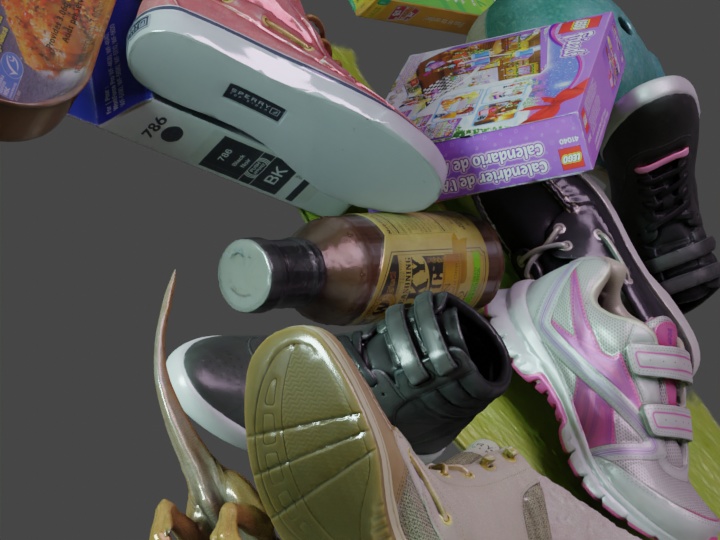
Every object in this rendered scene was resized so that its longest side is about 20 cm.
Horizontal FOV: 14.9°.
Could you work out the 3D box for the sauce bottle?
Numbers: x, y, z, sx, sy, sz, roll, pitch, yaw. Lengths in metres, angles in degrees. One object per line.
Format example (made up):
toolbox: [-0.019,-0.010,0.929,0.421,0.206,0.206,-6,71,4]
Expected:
sauce bottle: [0.000,0.000,1.547,0.199,0.065,0.065,-5,58,-49]

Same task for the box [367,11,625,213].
box: [0.081,-0.097,1.650,0.200,0.136,0.039,-63,139,-65]

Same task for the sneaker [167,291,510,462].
sneaker: [-0.005,0.047,1.442,0.199,0.099,0.071,11,48,-41]

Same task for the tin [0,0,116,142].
tin: [-0.193,-0.147,1.488,0.112,0.042,0.201,29,39,-14]

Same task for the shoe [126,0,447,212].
shoe: [-0.033,-0.114,1.539,0.199,0.071,0.091,27,47,-16]

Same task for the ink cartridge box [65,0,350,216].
ink cartridge box: [-0.089,-0.104,1.579,0.199,0.039,0.100,19,42,-35]

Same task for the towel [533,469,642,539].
towel: [0.133,0.190,1.522,0.199,0.034,0.133,34,33,-18]

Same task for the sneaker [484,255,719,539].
sneaker: [0.157,0.073,1.606,0.201,0.088,0.081,57,17,16]

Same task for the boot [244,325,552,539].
boot: [0.025,0.106,1.372,0.155,0.072,0.201,-30,97,-59]

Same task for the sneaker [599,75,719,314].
sneaker: [0.194,-0.039,1.715,0.070,0.200,0.100,-19,63,-9]

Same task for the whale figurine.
whale figurine: [0.160,-0.132,1.828,0.199,0.104,0.160,2,57,-50]

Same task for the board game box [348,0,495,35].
board game box: [0.041,-0.204,1.845,0.199,0.030,0.096,7,49,-49]

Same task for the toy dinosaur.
toy dinosaur: [-0.072,0.113,1.356,0.201,0.060,0.106,57,21,-11]

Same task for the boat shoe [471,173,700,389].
boat shoe: [0.131,0.003,1.689,0.201,0.074,0.060,54,28,-3]
